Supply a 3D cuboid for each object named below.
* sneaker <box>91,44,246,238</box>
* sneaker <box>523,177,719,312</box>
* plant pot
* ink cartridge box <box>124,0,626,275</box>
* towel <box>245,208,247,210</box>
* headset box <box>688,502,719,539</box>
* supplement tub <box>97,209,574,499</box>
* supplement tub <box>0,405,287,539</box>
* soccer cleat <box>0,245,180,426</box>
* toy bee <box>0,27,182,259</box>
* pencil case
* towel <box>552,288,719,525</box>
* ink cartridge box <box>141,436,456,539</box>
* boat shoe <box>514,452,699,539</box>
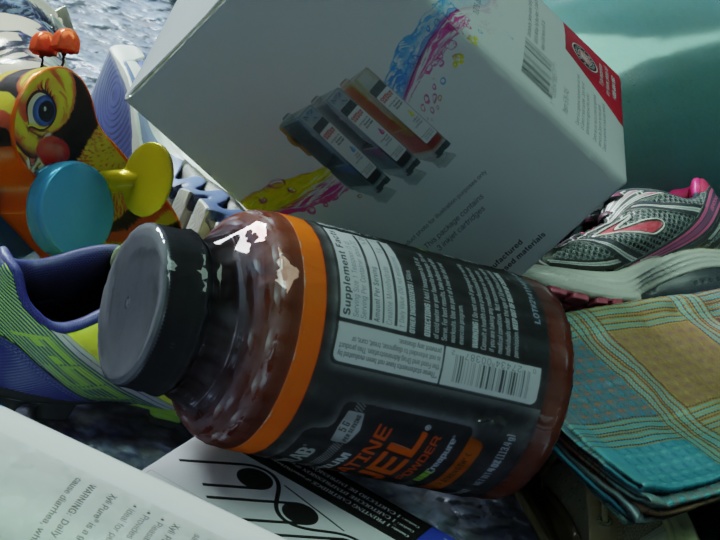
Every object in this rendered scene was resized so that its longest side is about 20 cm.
[{"bbox_3d":[-0.077,-0.037,1.237,0.115,0.081,0.200,6,35,-38],"label":"sneaker"},{"bbox_3d":[0.128,-0.006,1.213,0.199,0.080,0.075,-5,76,-42],"label":"sneaker"},{"bbox_3d":[0.124,-0.079,1.341,0.160,0.201,0.201,-11,37,-31],"label":"plant pot"},{"bbox_3d":[0.012,-0.091,1.088,0.200,0.145,0.145,43,23,-14],"label":"ink cartridge box"},{"bbox_3d":[0.000,0.000,1.136,0.152,0.023,0.200,35,24,-27],"label":"towel"},{"bbox_3d":[0.207,0.090,1.183,0.199,0.075,0.149,-3,34,-42],"label":"headset box"},{"bbox_3d":[-0.012,0.035,0.977,0.199,0.107,0.107,14,24,-27],"label":"supplement tub"},{"bbox_3d":[-0.094,0.135,0.782,0.199,0.132,0.132,25,24,9],"label":"supplement tub"},{"bbox_3d":[-0.094,0.026,1.049,0.199,0.084,0.065,3,29,-34],"label":"soccer cleat"},{"bbox_3d":[-0.144,-0.057,1.076,0.130,0.109,0.200,12,-22,24],"label":"toy bee"},{"bbox_3d":[-0.193,-0.097,1.245,0.089,0.078,0.200,-27,33,-2],"label":"pencil case"},{"bbox_3d":[0.159,0.059,1.095,0.199,0.022,0.147,-9,39,-39],"label":"towel"},{"bbox_3d":[-0.002,0.138,0.953,0.199,0.044,0.094,28,26,17],"label":"ink cartridge box"},{"bbox_3d":[0.099,0.096,1.093,0.063,0.073,0.201,12,32,-28],"label":"boat shoe"}]
